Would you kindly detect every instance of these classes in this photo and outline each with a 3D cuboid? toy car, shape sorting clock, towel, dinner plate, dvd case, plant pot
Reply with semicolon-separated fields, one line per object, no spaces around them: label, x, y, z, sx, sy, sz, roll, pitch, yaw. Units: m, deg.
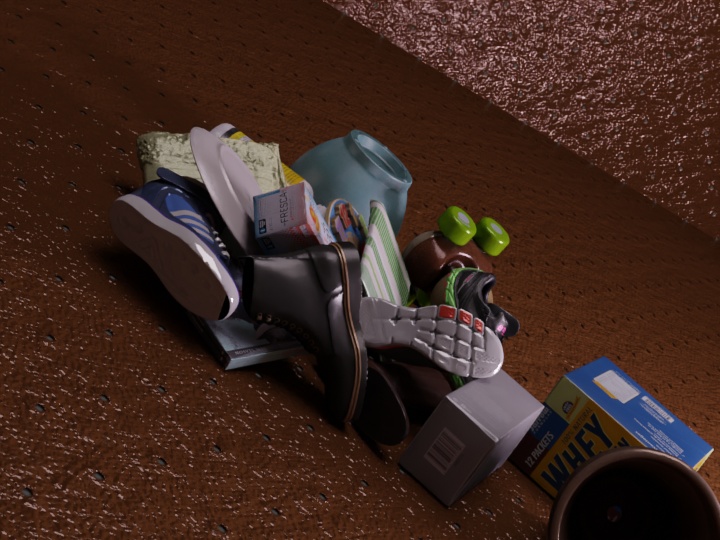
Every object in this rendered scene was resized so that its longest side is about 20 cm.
toy car;0.153;0.042;1.902;0.157;0.165;0.201;14;37;-45
shape sorting clock;0.000;0.000;1.770;0.201;0.039;0.201;54;24;-37
towel;0.028;0.015;1.748;0.201;0.023;0.154;-77;153;-55
dinner plate;-0.142;-0.087;1.586;0.201;0.024;0.201;58;12;-20
dvd case;-0.150;0.027;1.544;0.145;0.022;0.201;-7;51;-45
plant pot;-0.007;-0.121;1.967;0.199;0.134;0.201;36;20;-15
plant pot;0.304;0.294;1.528;0.199;0.201;0.175;34;1;0
towel;-0.187;-0.107;1.701;0.197;0.037;0.150;3;60;-21

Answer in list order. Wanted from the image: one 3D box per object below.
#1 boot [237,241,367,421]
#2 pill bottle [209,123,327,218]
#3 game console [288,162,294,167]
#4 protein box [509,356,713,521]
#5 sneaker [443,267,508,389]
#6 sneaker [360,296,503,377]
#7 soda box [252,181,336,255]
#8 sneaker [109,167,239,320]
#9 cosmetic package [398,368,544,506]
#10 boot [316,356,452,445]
boot;-0.069;0.073;1.487;0.137;0.203;0.077;-4;-3;-26
pill bottle;-0.137;-0.100;1.802;0.199;0.113;0.112;36;19;6
game console;-0.053;-0.097;2.068;0.176;0.031;0.200;35;19;0
protein box;0.330;0.237;1.746;0.198;0.136;0.199;41;20;17
sneaker;0.156;0.090;1.774;0.077;0.083;0.203;47;40;-69
sneaker;0.076;0.083;1.607;0.198;0.078;0.082;18;-17;5
soda box;-0.063;-0.014;1.575;0.201;0.068;0.064;63;15;-51
sneaker;-0.175;-0.037;1.511;0.199;0.081;0.146;39;37;21
cosmetic package;0.135;0.192;1.571;0.090;0.107;0.199;40;21;18
boot;0.062;0.159;1.601;0.199;0.065;0.187;23;20;-43
